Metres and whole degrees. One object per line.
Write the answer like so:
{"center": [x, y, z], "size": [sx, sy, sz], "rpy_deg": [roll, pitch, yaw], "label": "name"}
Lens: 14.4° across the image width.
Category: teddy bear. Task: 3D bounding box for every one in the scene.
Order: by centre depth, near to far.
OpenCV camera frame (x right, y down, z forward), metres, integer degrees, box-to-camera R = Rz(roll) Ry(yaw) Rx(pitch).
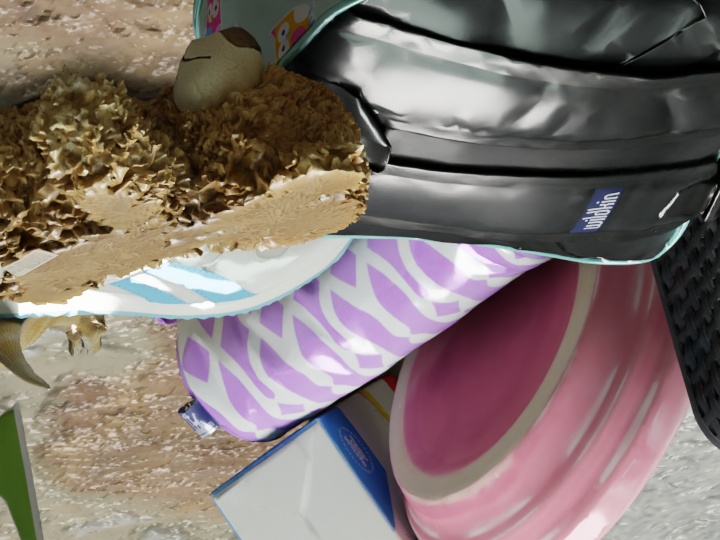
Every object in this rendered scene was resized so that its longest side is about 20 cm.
{"center": [-0.098, -0.031, 0.901], "size": [0.199, 0.067, 0.145], "rpy_deg": [-17, 163, 12], "label": "teddy bear"}

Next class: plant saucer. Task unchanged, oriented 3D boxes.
{"center": [0.075, 0.042, 1.246], "size": [0.051, 0.201, 0.200], "rpy_deg": [27, 136, -24], "label": "plant saucer"}

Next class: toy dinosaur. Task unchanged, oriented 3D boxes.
{"center": [-0.160, 0.024, 1.222], "size": [0.100, 0.059, 0.200], "rpy_deg": [-13, -178, 5], "label": "toy dinosaur"}

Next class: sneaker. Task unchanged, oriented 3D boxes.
{"center": [-0.089, -0.029, 1.163], "size": [0.199, 0.077, 0.081], "rpy_deg": [-8, 150, -13], "label": "sneaker"}

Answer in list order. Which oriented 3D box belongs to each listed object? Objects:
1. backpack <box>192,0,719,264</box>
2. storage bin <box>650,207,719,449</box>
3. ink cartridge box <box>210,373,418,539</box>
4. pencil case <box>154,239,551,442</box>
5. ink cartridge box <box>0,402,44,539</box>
{"center": [0.039, -0.092, 1.014], "size": [0.199, 0.154, 0.176], "rpy_deg": [-6, 152, -26], "label": "backpack"}
{"center": [0.190, -0.034, 1.133], "size": [0.134, 0.201, 0.094], "rpy_deg": [-1, 149, -21], "label": "storage bin"}
{"center": [0.010, 0.120, 1.371], "size": [0.067, 0.116, 0.200], "rpy_deg": [-36, 178, 14], "label": "ink cartridge box"}
{"center": [0.000, 0.000, 1.254], "size": [0.200, 0.084, 0.086], "rpy_deg": [-34, 101, 33], "label": "pencil case"}
{"center": [-0.200, 0.178, 1.417], "size": [0.199, 0.149, 0.076], "rpy_deg": [-32, 148, 32], "label": "ink cartridge box"}
